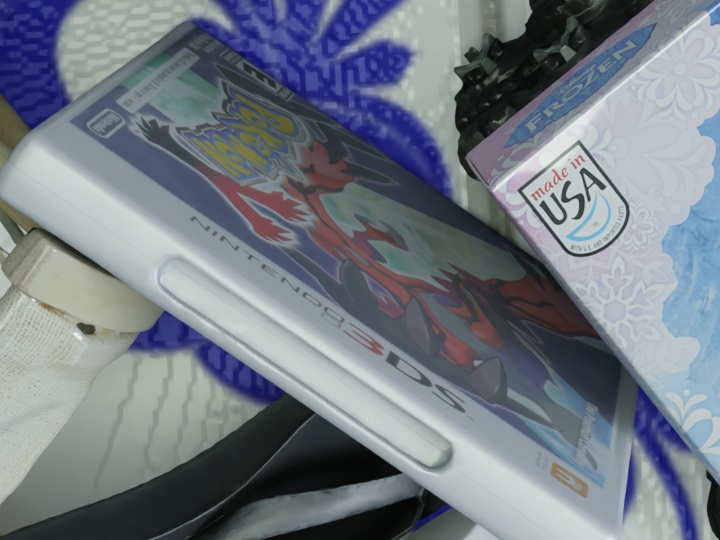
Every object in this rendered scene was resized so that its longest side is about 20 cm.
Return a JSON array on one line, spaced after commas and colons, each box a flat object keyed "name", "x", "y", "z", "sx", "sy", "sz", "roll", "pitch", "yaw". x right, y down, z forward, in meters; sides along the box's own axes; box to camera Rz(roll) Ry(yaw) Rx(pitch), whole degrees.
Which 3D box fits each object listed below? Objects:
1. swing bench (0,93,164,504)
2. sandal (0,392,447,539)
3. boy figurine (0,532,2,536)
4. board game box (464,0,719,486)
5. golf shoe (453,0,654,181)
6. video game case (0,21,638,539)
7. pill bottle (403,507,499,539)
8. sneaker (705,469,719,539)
[{"name": "swing bench", "x": -0.172, "y": 0.026, "z": 0.757, "sx": 0.200, "sy": 0.130, "sz": 0.199, "roll": 44, "pitch": 98, "yaw": 25}, {"name": "sandal", "x": -0.032, "y": 0.084, "z": 0.799, "sx": 0.199, "sy": 0.043, "sz": 0.076, "roll": -27, "pitch": 138, "yaw": -15}, {"name": "boy figurine", "x": -0.124, "y": 0.163, "z": 0.839, "sx": 0.123, "sy": 0.064, "sz": 0.202, "roll": 0, "pitch": 98, "yaw": 6}, {"name": "board game box", "x": 0.167, "y": -0.016, "z": 0.723, "sx": 0.200, "sy": 0.043, "sz": 0.199, "roll": -39, "pitch": 106, "yaw": 4}, {"name": "golf shoe", "x": 0.124, "y": -0.074, "z": 0.788, "sx": 0.199, "sy": 0.078, "sz": 0.094, "roll": -34, "pitch": 114, "yaw": 28}, {"name": "video game case", "x": 0.000, "y": 0.000, "z": 0.745, "sx": 0.182, "sy": 0.200, "sz": 0.023, "roll": 35, "pitch": 105, "yaw": -1}, {"name": "pill bottle", "x": 0.065, "y": 0.177, "z": 0.804, "sx": 0.113, "sy": 0.113, "sz": 0.200, "roll": -38, "pitch": 93, "yaw": 6}, {"name": "sneaker", "x": 0.155, "y": 0.085, "z": 0.820, "sx": 0.079, "sy": 0.075, "sz": 0.202, "roll": -12, "pitch": 89, "yaw": 18}]
